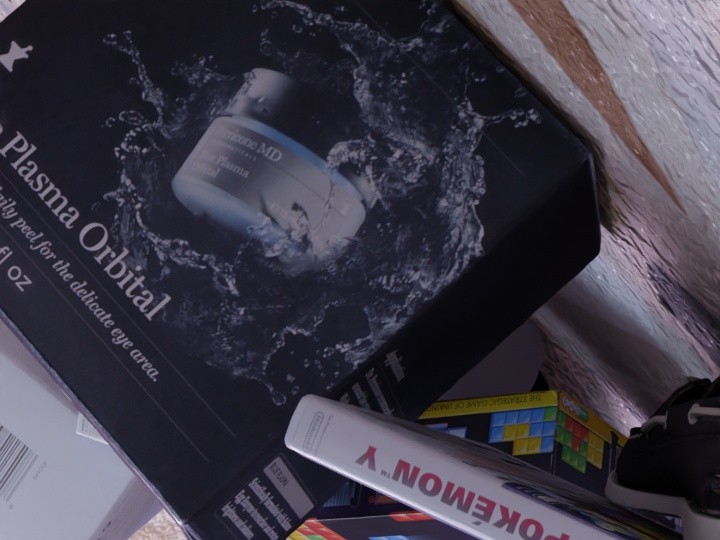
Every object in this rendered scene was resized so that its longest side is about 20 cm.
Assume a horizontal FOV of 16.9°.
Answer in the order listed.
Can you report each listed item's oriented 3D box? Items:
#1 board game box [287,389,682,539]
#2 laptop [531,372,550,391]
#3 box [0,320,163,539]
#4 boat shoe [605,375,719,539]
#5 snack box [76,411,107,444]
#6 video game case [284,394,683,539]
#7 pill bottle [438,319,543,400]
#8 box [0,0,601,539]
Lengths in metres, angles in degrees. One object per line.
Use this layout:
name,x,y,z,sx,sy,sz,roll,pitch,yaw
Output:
board game box,0.069,0.121,1.132,0.165,0.057,0.200,-7,153,35
laptop,0.034,0.060,1.353,0.115,0.201,0.187,5,156,20
box,-0.138,0.062,1.215,0.124,0.098,0.200,39,-156,7
boat shoe,0.136,0.068,0.899,0.073,0.061,0.200,6,180,-1
snack box,-0.053,-0.009,1.053,0.116,0.201,0.037,17,-163,22
video game case,0.088,0.098,0.869,0.181,0.023,0.200,23,179,24
pill bottle,0.000,0.000,1.213,0.200,0.112,0.112,44,173,37
box,-0.045,-0.027,0.921,0.197,0.200,0.117,46,173,17
